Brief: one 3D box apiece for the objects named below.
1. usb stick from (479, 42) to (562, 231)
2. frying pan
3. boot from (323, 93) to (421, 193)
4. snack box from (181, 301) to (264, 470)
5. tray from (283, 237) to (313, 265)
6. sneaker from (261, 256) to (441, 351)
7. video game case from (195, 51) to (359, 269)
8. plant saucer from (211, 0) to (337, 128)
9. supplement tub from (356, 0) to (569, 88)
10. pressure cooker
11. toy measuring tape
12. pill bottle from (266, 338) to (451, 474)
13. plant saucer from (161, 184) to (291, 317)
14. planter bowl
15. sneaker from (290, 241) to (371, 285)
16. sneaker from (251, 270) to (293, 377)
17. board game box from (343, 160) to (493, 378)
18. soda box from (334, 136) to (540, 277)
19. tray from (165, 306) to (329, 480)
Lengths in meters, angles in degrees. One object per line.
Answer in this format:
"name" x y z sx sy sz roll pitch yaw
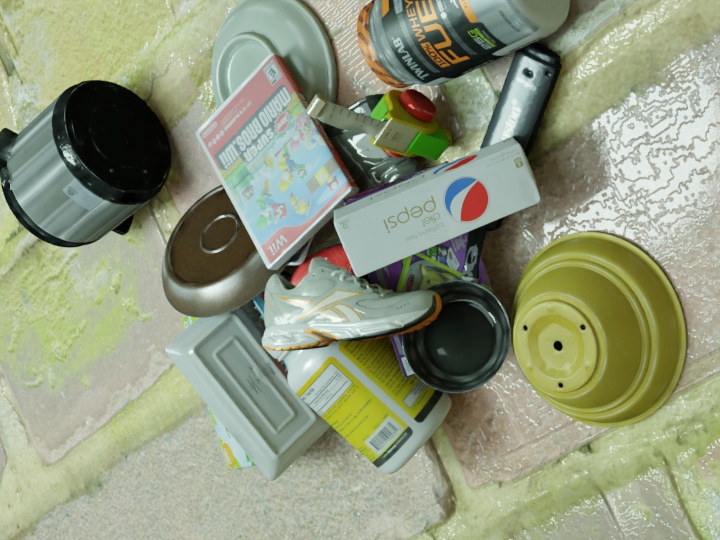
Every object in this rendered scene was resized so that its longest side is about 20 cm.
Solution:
"usb stick" 0.152 -0.135 1.435 0.055 0.032 0.201 36 120 31
"frying pan" 0.094 0.031 1.441 0.114 0.031 0.192 -12 77 15
"boot" -0.015 -0.099 1.564 0.199 0.067 0.132 -29 78 39
"snack box" -0.147 0.138 1.715 0.142 0.053 0.202 -24 83 63
"tray" -0.126 -0.041 1.662 0.199 0.108 0.022 -3 141 35
"sneaker" -0.016 0.027 1.430 0.198 0.076 0.093 -9 85 21
"video game case" -0.097 -0.123 1.566 0.143 0.017 0.201 -42 64 26
"plant saucer" -0.116 -0.223 1.638 0.199 0.050 0.202 11 107 39
"supplement tub" 0.098 -0.260 1.395 0.199 0.122 0.124 -21 86 42
"pressure cooker" -0.362 -0.128 1.787 0.200 0.178 0.177 -33 81 39
"toy measuring tape" 0.017 -0.162 1.446 0.073 0.199 0.074 -17 68 47
"pill bottle" -0.006 0.118 1.536 0.200 0.112 0.113 43 127 0
"plant saucer" -0.157 -0.036 1.640 0.199 0.032 0.201 -20 47 23
"planter bowl" 0.213 0.067 1.388 0.199 0.083 0.202 9 105 38
"sneaker" 0.000 0.000 1.543 0.199 0.085 0.078 -10 87 29
"sneaker" -0.064 0.046 1.651 0.095 0.079 0.201 -33 68 12
"board game box" 0.069 0.000 1.463 0.119 0.032 0.202 -18 104 3
"soda box" 0.075 -0.064 1.395 0.199 0.068 0.064 -23 101 4
"tray" -0.125 0.134 1.628 0.200 0.107 0.022 52 153 -7
